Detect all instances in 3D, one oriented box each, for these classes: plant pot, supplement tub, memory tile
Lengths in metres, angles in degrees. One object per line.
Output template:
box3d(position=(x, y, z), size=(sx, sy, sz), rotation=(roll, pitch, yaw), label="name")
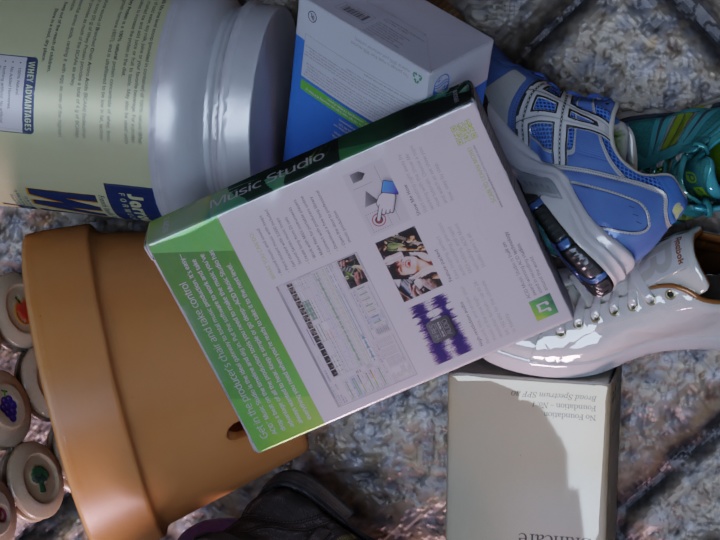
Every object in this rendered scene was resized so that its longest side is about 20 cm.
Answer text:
box3d(position=(-0.113, 0.059, 1.380), size=(0.139, 0.200, 0.202), rotation=(-14, 102, -2), label="plant pot")
box3d(position=(-0.146, -0.104, 1.356), size=(0.198, 0.145, 0.146), rotation=(6, 106, 11), label="supplement tub")
box3d(position=(-0.236, 0.094, 1.403), size=(0.017, 0.200, 0.154), rotation=(-17, 99, 33), label="memory tile")

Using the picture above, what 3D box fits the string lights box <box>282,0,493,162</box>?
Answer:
box3d(position=(0.009, -0.061, 1.326), size=(0.102, 0.059, 0.201), rotation=(34, 135, 30), label="string lights box")

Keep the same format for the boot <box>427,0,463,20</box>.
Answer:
box3d(position=(0.024, -0.216, 1.297), size=(0.144, 0.071, 0.201), rotation=(43, 139, 1), label="boot")

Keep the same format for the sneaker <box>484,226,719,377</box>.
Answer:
box3d(position=(0.161, 0.007, 1.338), size=(0.198, 0.073, 0.085), rotation=(-8, 143, 2), label="sneaker")

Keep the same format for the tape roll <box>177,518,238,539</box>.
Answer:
box3d(position=(-0.050, 0.249, 1.400), size=(0.199, 0.200, 0.085), rotation=(34, 108, 2), label="tape roll")

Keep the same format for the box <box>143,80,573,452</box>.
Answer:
box3d(position=(0.000, 0.000, 1.259), size=(0.199, 0.036, 0.145), rotation=(-23, 113, 7), label="box")

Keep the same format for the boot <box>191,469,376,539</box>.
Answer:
box3d(position=(-0.027, 0.206, 1.334), size=(0.199, 0.174, 0.070), rotation=(34, 115, 11), label="boot")

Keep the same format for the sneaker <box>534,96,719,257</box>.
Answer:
box3d(position=(0.187, -0.060, 1.329), size=(0.199, 0.080, 0.078), rotation=(-22, 99, 18), label="sneaker")

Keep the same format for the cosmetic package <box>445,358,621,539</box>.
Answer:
box3d(position=(0.106, 0.152, 1.407), size=(0.103, 0.073, 0.202), rotation=(3, 104, 12), label="cosmetic package")

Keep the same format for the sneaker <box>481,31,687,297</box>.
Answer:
box3d(position=(0.114, -0.073, 1.315), size=(0.077, 0.076, 0.201), rotation=(-36, 56, 2), label="sneaker")
